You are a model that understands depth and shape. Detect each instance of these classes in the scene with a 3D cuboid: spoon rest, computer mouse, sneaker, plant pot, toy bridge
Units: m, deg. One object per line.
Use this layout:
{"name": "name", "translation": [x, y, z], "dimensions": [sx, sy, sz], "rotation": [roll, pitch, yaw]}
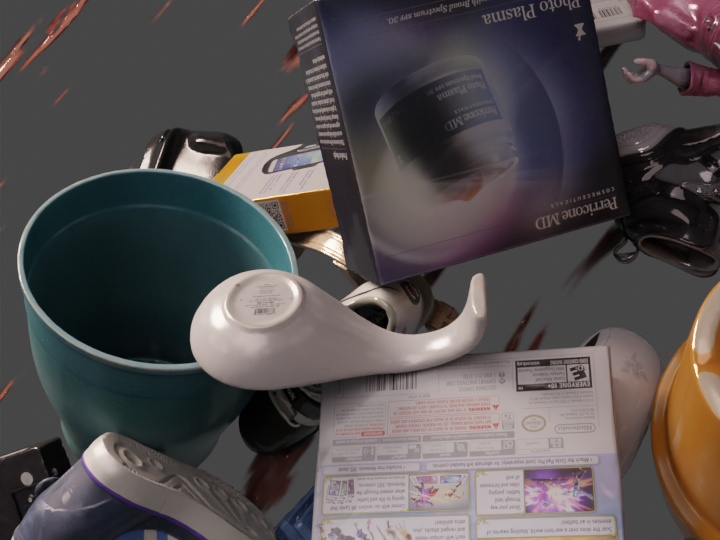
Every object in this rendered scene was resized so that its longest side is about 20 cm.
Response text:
{"name": "spoon rest", "translation": [-0.015, 0.039, 0.684], "dimensions": [0.197, 0.061, 0.100], "rotation": [-1, 44, 7]}
{"name": "computer mouse", "translation": [0.149, 0.124, 0.715], "dimensions": [0.109, 0.044, 0.201], "rotation": [32, 76, 3]}
{"name": "sneaker", "translation": [-0.035, 0.074, 0.790], "dimensions": [0.074, 0.088, 0.200], "rotation": [47, 109, 7]}
{"name": "sneaker", "translation": [0.276, -0.059, 0.763], "dimensions": [0.198, 0.075, 0.115], "rotation": [-12, 62, 22]}
{"name": "plant pot", "translation": [-0.160, 0.059, 0.797], "dimensions": [0.198, 0.189, 0.201], "rotation": [9, 43, -9]}
{"name": "sneaker", "translation": [-0.158, 0.216, 0.746], "dimensions": [0.147, 0.200, 0.081], "rotation": [-50, 34, 3]}
{"name": "toy bridge", "translation": [0.000, 0.000, 0.853], "dimensions": [0.199, 0.067, 0.027], "rotation": [30, 77, 33]}
{"name": "plant pot", "translation": [0.268, 0.083, 0.618], "dimensions": [0.198, 0.183, 0.202], "rotation": [-10, 60, 18]}

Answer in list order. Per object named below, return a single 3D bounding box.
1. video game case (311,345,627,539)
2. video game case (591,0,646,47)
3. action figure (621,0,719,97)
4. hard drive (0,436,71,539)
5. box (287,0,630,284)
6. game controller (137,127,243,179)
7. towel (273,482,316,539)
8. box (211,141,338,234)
{"name": "video game case", "translation": [0.069, 0.145, 0.667], "dimensions": [0.197, 0.046, 0.183], "rotation": [-4, 59, 13]}
{"name": "video game case", "translation": [0.123, -0.238, 0.901], "dimensions": [0.198, 0.022, 0.183], "rotation": [-12, 45, -1]}
{"name": "action figure", "translation": [0.273, -0.170, 0.762], "dimensions": [0.134, 0.148, 0.201], "rotation": [-39, 35, 26]}
{"name": "hard drive", "translation": [-0.259, 0.243, 0.791], "dimensions": [0.138, 0.038, 0.202], "rotation": [-20, 90, 17]}
{"name": "box", "translation": [0.071, -0.114, 0.759], "dimensions": [0.198, 0.201, 0.123], "rotation": [-16, 10, -11]}
{"name": "game controller", "translation": [-0.178, -0.047, 0.981], "dimensions": [0.103, 0.042, 0.202], "rotation": [8, 67, 11]}
{"name": "towel", "translation": [0.036, 0.157, 0.764], "dimensions": [0.200, 0.049, 0.111], "rotation": [-47, 56, -6]}
{"name": "box", "translation": [-0.038, -0.075, 0.893], "dimensions": [0.198, 0.042, 0.119], "rotation": [-4, 28, 20]}
